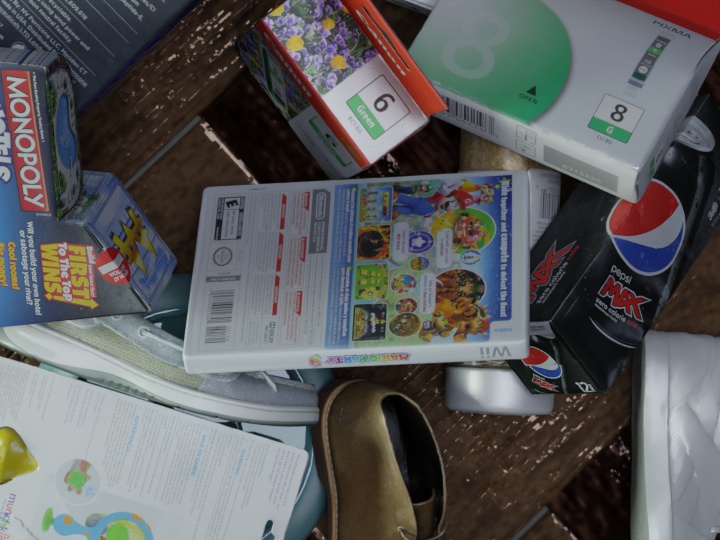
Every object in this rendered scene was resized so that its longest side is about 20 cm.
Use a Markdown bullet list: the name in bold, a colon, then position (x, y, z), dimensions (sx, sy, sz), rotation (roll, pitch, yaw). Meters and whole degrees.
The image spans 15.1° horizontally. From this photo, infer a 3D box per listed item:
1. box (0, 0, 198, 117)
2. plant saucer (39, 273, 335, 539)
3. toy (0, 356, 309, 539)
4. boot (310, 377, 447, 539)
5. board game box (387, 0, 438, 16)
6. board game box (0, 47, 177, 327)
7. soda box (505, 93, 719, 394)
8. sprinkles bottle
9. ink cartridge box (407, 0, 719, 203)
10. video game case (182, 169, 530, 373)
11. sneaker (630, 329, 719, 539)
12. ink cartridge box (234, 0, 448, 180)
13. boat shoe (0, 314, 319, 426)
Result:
- **box**: position (-0.128, -0.197, 1.587), dimensions (0.200, 0.148, 0.104), rotation (-43, 96, 14)
- **plant saucer**: position (-0.107, 0.102, 1.673), dimensions (0.200, 0.027, 0.200), rotation (0, 89, -8)
- **toy**: position (-0.141, 0.129, 1.628), dimensions (0.200, 0.047, 0.115), rotation (17, 100, -2)
- **boot**: position (0.024, 0.165, 1.659), dimensions (0.074, 0.075, 0.200), rotation (-19, 100, -31)
- **board game box**: position (-0.022, -0.251, 1.688), dimensions (0.200, 0.035, 0.126), rotation (20, 87, -8)
- **board game box**: position (-0.209, -0.045, 1.544), dimensions (0.200, 0.062, 0.200), rotation (6, 123, 10)
- **soda box**: position (0.159, -0.016, 1.652), dimensions (0.063, 0.071, 0.200), rotation (50, 59, -24)
- **sprinkles bottle**: position (0.090, -0.011, 1.684), dimensions (0.068, 0.068, 0.200), rotation (3, 88, -9)
- **ink cartridge box**: position (0.138, -0.157, 1.651), dimensions (0.161, 0.050, 0.200), rotation (24, 68, 14)
- **video game case**: position (0.000, 0.000, 1.607), dimensions (0.200, 0.018, 0.143), rotation (-3, 45, 7)
- **sneaker**: position (0.229, 0.138, 1.700), dimensions (0.115, 0.074, 0.200), rotation (2, 87, -6)
- **ink cartridge box**: position (-0.014, -0.114, 1.603), dimensions (0.050, 0.200, 0.109), rotation (-37, 94, -9)
- **boat shoe**: position (-0.117, 0.046, 1.624), dimensions (0.202, 0.074, 0.065), rotation (18, 87, 0)
